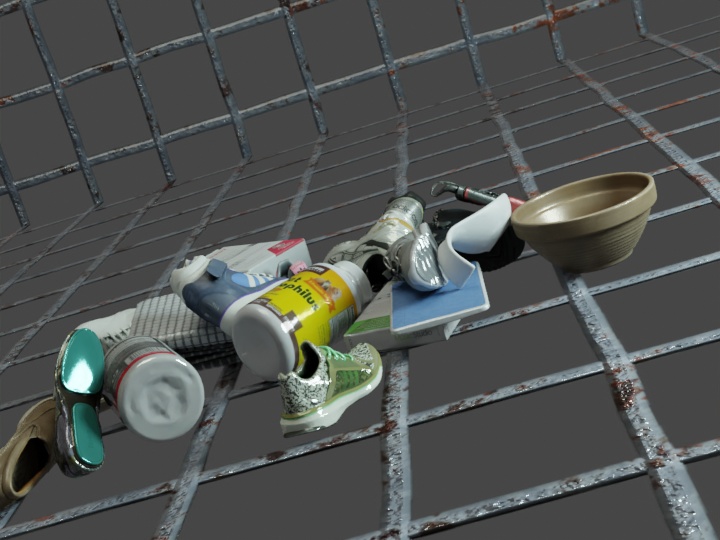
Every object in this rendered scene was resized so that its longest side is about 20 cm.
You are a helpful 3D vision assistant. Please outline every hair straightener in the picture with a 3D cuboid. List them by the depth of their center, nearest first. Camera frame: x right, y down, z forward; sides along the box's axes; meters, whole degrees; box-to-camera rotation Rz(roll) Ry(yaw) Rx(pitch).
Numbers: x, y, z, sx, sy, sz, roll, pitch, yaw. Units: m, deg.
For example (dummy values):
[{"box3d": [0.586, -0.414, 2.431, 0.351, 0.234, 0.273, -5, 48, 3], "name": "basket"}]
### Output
[{"box3d": [0.197, -0.103, 1.871, 0.197, 0.042, 0.077, 11, 6, -15], "name": "hair straightener"}]

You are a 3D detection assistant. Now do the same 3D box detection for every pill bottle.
[{"box3d": [-0.279, 0.146, 1.569, 0.110, 0.112, 0.200, -23, 15, -18], "name": "pill bottle"}, {"box3d": [-0.074, 0.061, 1.636, 0.108, 0.111, 0.199, -4, 20, 43], "name": "pill bottle"}]

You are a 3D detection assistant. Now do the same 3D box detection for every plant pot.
[{"box3d": [0.310, -0.057, 1.639, 0.198, 0.094, 0.201, -17, 14, 4], "name": "plant pot"}]

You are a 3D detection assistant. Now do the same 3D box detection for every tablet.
[{"box3d": [0.101, 0.035, 1.578, 0.128, 0.014, 0.200, -16, 16, 6], "name": "tablet"}]

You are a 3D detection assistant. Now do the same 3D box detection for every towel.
[{"box3d": [-0.249, 0.095, 1.776, 0.163, 0.087, 0.200, -10, 20, -2], "name": "towel"}]

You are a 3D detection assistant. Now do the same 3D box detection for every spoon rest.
[{"box3d": [0.153, -0.046, 1.633, 0.100, 0.060, 0.200, -58, -6, 32], "name": "spoon rest"}]

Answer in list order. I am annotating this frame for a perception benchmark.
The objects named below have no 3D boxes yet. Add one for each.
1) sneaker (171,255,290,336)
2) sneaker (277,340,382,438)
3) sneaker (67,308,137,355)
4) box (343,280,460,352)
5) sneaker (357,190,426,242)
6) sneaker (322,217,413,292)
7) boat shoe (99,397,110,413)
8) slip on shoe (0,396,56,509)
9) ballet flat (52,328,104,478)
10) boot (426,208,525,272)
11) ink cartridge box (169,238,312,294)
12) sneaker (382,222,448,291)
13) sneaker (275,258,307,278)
[{"box3d": [-0.179, 0.018, 1.707, 0.146, 0.081, 0.199, 36, 24, 20], "name": "sneaker"}, {"box3d": [-0.037, 0.117, 1.427, 0.076, 0.090, 0.200, -10, 16, 29], "name": "sneaker"}, {"box3d": [-0.378, 0.101, 1.929, 0.114, 0.075, 0.200, -12, 14, 32], "name": "sneaker"}, {"box3d": [0.075, 0.053, 1.640, 0.143, 0.037, 0.200, -11, 15, 24], "name": "box"}, {"box3d": [0.055, -0.064, 1.888, 0.088, 0.073, 0.200, -51, -1, -23], "name": "sneaker"}, {"box3d": [0.000, 0.000, 1.797, 0.200, 0.075, 0.088, -38, 30, 41], "name": "sneaker"}, {"box3d": [-0.391, 0.150, 1.763, 0.074, 0.074, 0.200, -23, 15, -19], "name": "boat shoe"}, {"box3d": [-0.406, 0.224, 1.506, 0.060, 0.077, 0.200, -16, 17, 27], "name": "slip on shoe"}, {"box3d": [-0.361, 0.169, 1.514, 0.071, 0.072, 0.202, -15, 56, 8], "name": "ballet flat"}, {"box3d": [0.166, -0.054, 1.829, 0.198, 0.077, 0.168, -18, 17, 25], "name": "boot"}, {"box3d": [-0.195, 0.017, 1.993, 0.198, 0.084, 0.145, -6, 19, 41], "name": "ink cartridge box"}, {"box3d": [0.068, -0.004, 1.625, 0.081, 0.075, 0.200, -29, 7, 9], "name": "sneaker"}, {"box3d": [-0.079, 0.030, 1.808, 0.070, 0.083, 0.199, -23, 16, -25], "name": "sneaker"}]
